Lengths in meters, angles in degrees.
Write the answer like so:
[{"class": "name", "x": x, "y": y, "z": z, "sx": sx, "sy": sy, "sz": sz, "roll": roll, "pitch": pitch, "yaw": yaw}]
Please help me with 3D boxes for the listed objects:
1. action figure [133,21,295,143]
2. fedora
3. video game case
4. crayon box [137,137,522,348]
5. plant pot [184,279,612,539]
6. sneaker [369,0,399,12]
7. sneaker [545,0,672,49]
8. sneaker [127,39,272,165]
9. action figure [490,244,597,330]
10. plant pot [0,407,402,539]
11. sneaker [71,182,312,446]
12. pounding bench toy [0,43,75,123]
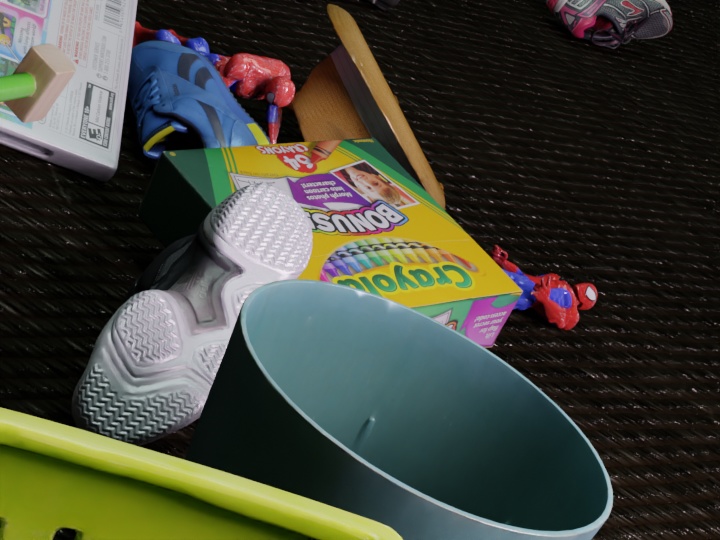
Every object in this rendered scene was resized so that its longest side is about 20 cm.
[{"class": "action figure", "x": -0.119, "y": -0.134, "z": 1.629, "sx": 0.065, "sy": 0.100, "sz": 0.199, "roll": 6, "pitch": 8, "yaw": -40}, {"class": "fedora", "x": -0.004, "y": -0.112, "z": 1.629, "sx": 0.202, "sy": 0.081, "sz": 0.201, "roll": 62, "pitch": 3, "yaw": -5}, {"class": "video game case", "x": -0.249, "y": -0.174, "z": 1.468, "sx": 0.181, "sy": 0.024, "sz": 0.201, "roll": 20, "pitch": 50, "yaw": -23}, {"class": "crayon box", "x": -0.019, "y": -0.012, "z": 1.367, "sx": 0.199, "sy": 0.059, "sz": 0.173, "roll": -8, "pitch": 44, "yaw": -45}, {"class": "plant pot", "x": -0.002, "y": 0.128, "z": 1.004, "sx": 0.199, "sy": 0.162, "sz": 0.201, "roll": 25, "pitch": 20, "yaw": -10}, {"class": "sneaker", "x": -0.006, "y": -0.321, "z": 2.182, "sx": 0.115, "sy": 0.076, "sz": 0.201, "roll": 27, "pitch": 18, "yaw": 0}, {"class": "sneaker", "x": 0.320, "y": -0.314, "z": 2.611, "sx": 0.199, "sy": 0.081, "sz": 0.075, "roll": 1, "pitch": 48, "yaw": -39}, {"class": "sneaker", "x": -0.140, "y": -0.118, "z": 1.544, "sx": 0.078, "sy": 0.066, "sz": 0.200, "roll": 5, "pitch": 31, "yaw": -40}, {"class": "action figure", "x": 0.119, "y": 0.014, "z": 1.604, "sx": 0.199, "sy": 0.052, "sz": 0.065, "roll": 10, "pitch": 24, "yaw": -47}, {"class": "plant pot", "x": -0.085, "y": 0.190, "z": 0.720, "sx": 0.199, "sy": 0.182, "sz": 0.199, "roll": 20, "pitch": 22, "yaw": -23}, {"class": "sneaker", "x": -0.110, "y": 0.040, "z": 1.203, "sx": 0.075, "sy": 0.114, "sz": 0.200, "roll": 44, "pitch": 55, "yaw": -7}, {"class": "pounding bench toy", "x": -0.285, "y": -0.133, "z": 1.276, "sx": 0.199, "sy": 0.125, "sz": 0.156, "roll": 26, "pitch": 29, "yaw": -7}]
